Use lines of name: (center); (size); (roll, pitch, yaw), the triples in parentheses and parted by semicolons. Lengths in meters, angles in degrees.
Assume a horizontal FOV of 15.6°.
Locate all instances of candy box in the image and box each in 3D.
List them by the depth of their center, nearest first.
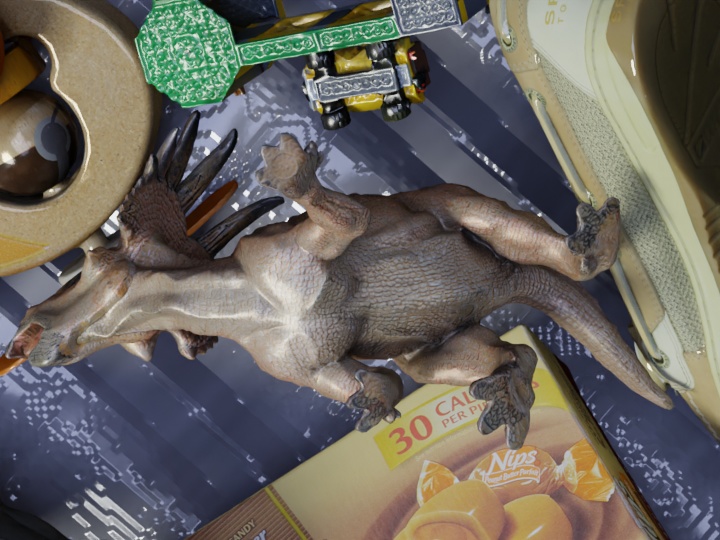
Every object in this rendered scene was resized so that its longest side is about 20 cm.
candy box: (0.004, 0.122, 0.868); (0.200, 0.055, 0.115); (-33, 61, 9)

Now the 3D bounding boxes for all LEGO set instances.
LEGO set: (-0.012, -0.154, 0.852); (0.154, 0.116, 0.200); (-16, 103, 29)

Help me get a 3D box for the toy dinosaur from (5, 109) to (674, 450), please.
toy dinosaur: (0.000, 0.000, 0.828); (0.200, 0.136, 0.086); (6, 95, -23)

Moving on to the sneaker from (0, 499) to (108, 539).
sneaker: (-0.138, 0.104, 0.848); (0.200, 0.079, 0.075); (14, 111, 29)

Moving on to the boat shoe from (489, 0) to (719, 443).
boat shoe: (0.101, -0.015, 0.839); (0.063, 0.073, 0.201); (7, 141, 38)

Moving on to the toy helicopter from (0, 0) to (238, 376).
toy helicopter: (-0.131, -0.005, 0.893); (0.132, 0.079, 0.200); (29, 109, -7)
